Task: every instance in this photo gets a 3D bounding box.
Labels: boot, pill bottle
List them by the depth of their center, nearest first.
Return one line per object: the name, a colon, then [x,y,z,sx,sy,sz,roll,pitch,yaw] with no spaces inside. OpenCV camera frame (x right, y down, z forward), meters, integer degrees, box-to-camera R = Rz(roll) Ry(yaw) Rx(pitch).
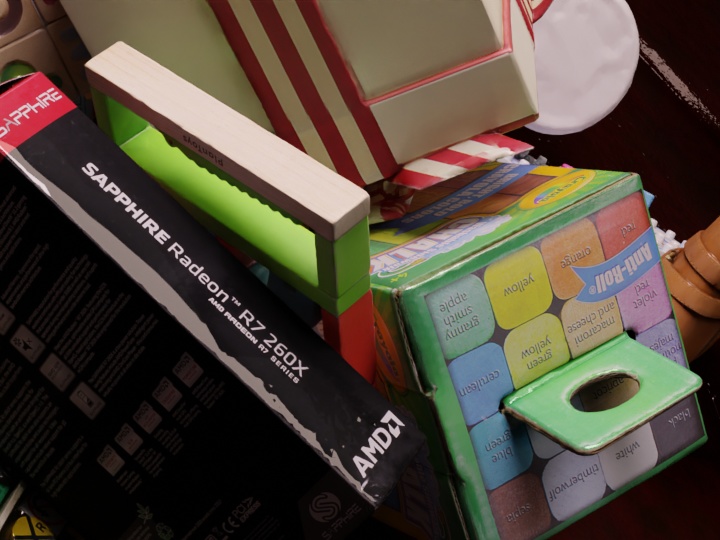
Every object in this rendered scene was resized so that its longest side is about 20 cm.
boot: [0.186,0.033,0.969,0.077,0.155,0.200,52,30,16]
pill bottle: [0.113,-0.173,1.154,0.112,0.113,0.200,29,7,-23]

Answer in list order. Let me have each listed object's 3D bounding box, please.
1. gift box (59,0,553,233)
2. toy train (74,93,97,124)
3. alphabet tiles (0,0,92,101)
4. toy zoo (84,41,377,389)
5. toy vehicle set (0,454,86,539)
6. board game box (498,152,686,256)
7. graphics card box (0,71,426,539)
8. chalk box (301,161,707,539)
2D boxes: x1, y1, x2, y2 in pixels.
gift box: [-0.010,-0.130,0.674,0.185,0.199,0.188,-77,146,-54]
toy train: [-0.131,-0.112,0.827,0.200,0.085,0.115,-12,103,-62]
alphabet tiles: [-0.207,-0.140,0.663,0.201,0.166,0.008,64,-12,-12]
toy zoo: [-0.047,0.017,0.636,0.131,0.201,0.020,33,56,30]
toy vehicle set: [-0.139,0.060,0.664,0.124,0.027,0.200,38,29,-10]
board game box: [0.173,-0.053,1.126,0.199,0.026,0.200,24,12,-31]
graphics card box: [-0.087,0.039,0.594,0.200,0.126,0.051,43,38,2]
chalk box: [0.053,0.033,0.665,0.124,0.200,0.125,-25,106,-25]
